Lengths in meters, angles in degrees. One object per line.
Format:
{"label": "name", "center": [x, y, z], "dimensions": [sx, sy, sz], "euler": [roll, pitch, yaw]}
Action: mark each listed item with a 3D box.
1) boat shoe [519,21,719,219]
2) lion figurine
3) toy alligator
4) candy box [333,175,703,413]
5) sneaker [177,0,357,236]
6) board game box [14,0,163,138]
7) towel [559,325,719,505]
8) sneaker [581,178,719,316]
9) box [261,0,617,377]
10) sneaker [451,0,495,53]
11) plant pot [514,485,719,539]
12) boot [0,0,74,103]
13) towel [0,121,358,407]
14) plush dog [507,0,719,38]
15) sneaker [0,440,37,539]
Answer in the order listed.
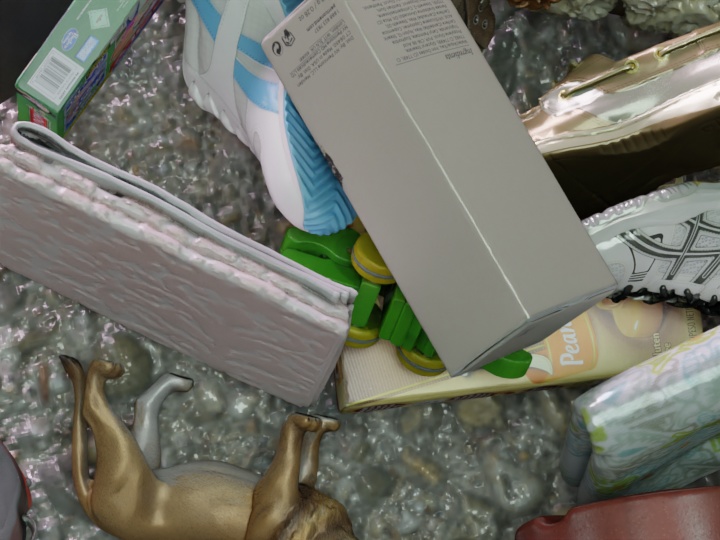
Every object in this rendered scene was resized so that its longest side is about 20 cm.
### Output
{"label": "boat shoe", "center": [0.135, -0.079, 1.532], "dimensions": [0.199, 0.074, 0.067], "euler": [-16, 58, 11]}
{"label": "lion figurine", "center": [-0.082, 0.124, 1.559], "dimensions": [0.199, 0.072, 0.123], "euler": [16, 91, 10]}
{"label": "toy alligator", "center": [0.000, 0.000, 1.527], "dimensions": [0.199, 0.059, 0.054], "euler": [23, 40, 0]}
{"label": "candy box", "center": [0.080, 0.008, 1.585], "dimensions": [0.199, 0.055, 0.116], "euler": [-6, 83, -7]}
{"label": "sneaker", "center": [-0.044, -0.096, 1.543], "dimensions": [0.076, 0.081, 0.200], "euler": [18, 45, -40]}
{"label": "board game box", "center": [-0.113, -0.161, 1.544], "dimensions": [0.029, 0.135, 0.200], "euler": [35, 83, -1]}
{"label": "towel", "center": [0.189, 0.067, 1.520], "dimensions": [0.171, 0.200, 0.048], "euler": [-27, 76, -6]}
{"label": "sneaker", "center": [0.180, -0.004, 1.531], "dimensions": [0.199, 0.076, 0.088], "euler": [-19, 87, -9]}
{"label": "box", "center": [0.039, -0.054, 1.470], "dimensions": [0.082, 0.068, 0.200], "euler": [-18, 75, -47]}
{"label": "sneaker", "center": [0.034, -0.151, 1.564], "dimensions": [0.075, 0.070, 0.201], "euler": [-12, 123, -26]}
{"label": "plant pot", "center": [0.165, 0.219, 1.513], "dimensions": [0.200, 0.201, 0.196], "euler": [-5, 76, -6]}
{"label": "boot", "center": [-0.188, -0.156, 1.577], "dimensions": [0.074, 0.075, 0.200], "euler": [40, 100, -24]}
{"label": "towel", "center": [-0.100, 0.001, 1.499], "dimensions": [0.200, 0.191, 0.032], "euler": [27, 73, 0]}
{"label": "plush dog", "center": [0.145, -0.178, 1.569], "dimensions": [0.171, 0.200, 0.161], "euler": [4, 114, 3]}
{"label": "sneaker", "center": [-0.217, 0.110, 1.548], "dimensions": [0.077, 0.082, 0.201], "euler": [-28, 67, 32]}
